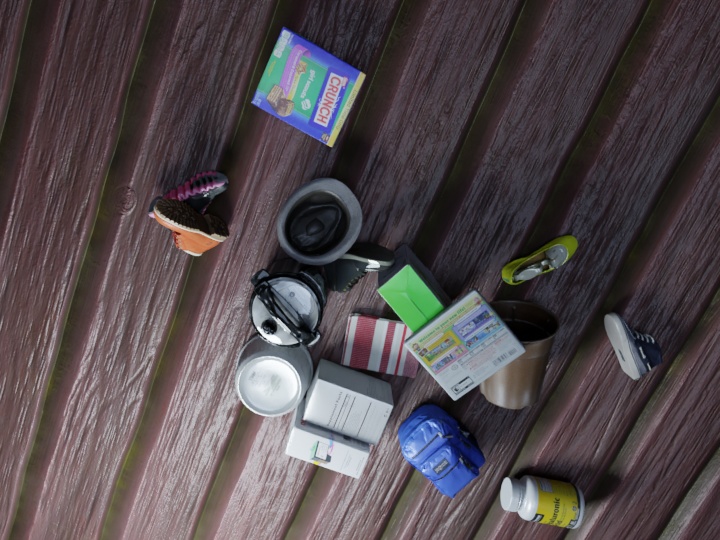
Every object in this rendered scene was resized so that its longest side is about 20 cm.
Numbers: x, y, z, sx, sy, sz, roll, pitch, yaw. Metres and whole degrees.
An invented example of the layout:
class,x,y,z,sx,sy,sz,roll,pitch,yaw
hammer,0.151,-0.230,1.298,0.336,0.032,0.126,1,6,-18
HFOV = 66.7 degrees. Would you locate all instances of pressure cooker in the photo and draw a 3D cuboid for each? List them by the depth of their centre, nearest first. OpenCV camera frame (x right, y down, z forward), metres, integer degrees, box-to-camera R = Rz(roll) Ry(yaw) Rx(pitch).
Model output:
class,x,y,z,sx,sy,sz,roll,pitch,yaw
pressure cooker,-0.164,0.078,1.255,0.172,0.200,0.182,7,105,-2

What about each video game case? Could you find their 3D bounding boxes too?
class,x,y,z,sx,sy,sz,roll,pitch,yaw
video game case,0.225,0.163,1.185,0.199,0.022,0.182,-39,102,18

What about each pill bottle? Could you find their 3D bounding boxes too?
class,x,y,z,sx,sy,sz,roll,pitch,yaw
pill bottle,0.481,0.612,1.459,0.196,0.112,0.114,12,106,-3

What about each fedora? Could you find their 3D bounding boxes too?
class,x,y,z,sx,sy,sz,roll,pitch,yaw
fedora,-0.094,-0.108,1.252,0.200,0.090,0.177,-45,95,-2

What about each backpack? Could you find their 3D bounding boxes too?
class,x,y,z,sx,sy,sz,roll,pitch,yaw
backpack,0.201,0.449,1.384,0.162,0.168,0.200,-44,98,5

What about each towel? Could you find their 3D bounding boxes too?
class,x,y,z,sx,sy,sz,roll,pitch,yaw
towel,0.057,0.190,1.382,0.196,0.023,0.147,10,108,-2

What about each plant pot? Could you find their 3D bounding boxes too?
class,x,y,z,sx,sy,sz,roll,pitch,yaw
plant pot,0.363,0.205,1.309,0.196,0.201,0.202,-2,114,0

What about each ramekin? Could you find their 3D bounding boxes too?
class,x,y,z,sx,sy,sz,roll,pitch,yaw
ramekin,-0.218,0.264,1.357,0.196,0.105,0.204,0,107,0

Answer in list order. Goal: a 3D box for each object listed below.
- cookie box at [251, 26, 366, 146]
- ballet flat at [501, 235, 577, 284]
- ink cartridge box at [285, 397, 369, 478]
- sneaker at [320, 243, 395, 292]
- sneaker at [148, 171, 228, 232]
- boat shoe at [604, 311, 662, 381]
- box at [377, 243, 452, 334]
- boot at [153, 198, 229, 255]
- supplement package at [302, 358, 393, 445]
class,x,y,z,sx,sy,sz,roll,pitch,yaw
cookie box,-0.110,-0.392,1.186,0.197,0.075,0.173,26,103,-8
ballet flat,0.433,-0.018,1.302,0.197,0.067,0.068,-25,104,6
ink cartridge box,-0.081,0.419,1.381,0.197,0.145,0.085,21,105,-6
sneaker,0.000,0.000,1.278,0.197,0.075,0.108,8,119,35
sneaker,-0.384,-0.154,1.264,0.197,0.080,0.096,-25,129,6
boat shoe,0.681,0.171,1.362,0.092,0.075,0.202,-29,112,1
box,0.134,0.059,1.264,0.096,0.177,0.201,-38,103,12
boot,-0.398,-0.089,1.227,0.106,0.199,0.076,-32,60,19
supplement package,-0.031,0.326,1.367,0.197,0.121,0.122,21,104,-6
